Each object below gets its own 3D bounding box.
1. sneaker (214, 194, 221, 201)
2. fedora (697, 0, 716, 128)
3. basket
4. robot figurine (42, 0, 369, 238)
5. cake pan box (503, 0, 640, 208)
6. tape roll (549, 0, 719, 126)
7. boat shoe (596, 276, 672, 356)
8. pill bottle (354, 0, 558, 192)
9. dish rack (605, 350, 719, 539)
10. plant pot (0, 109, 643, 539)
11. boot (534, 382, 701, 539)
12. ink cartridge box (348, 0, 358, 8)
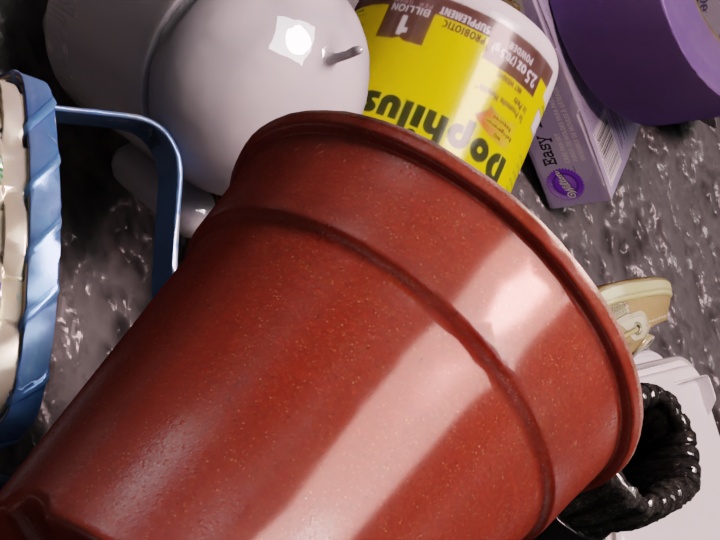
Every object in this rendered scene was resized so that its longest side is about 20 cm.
[{"bbox_3d":[0.000,0.000,1.173,0.200,0.077,0.112,18,58,-49],"label":"sneaker"},{"bbox_3d":[0.263,-0.197,1.571,0.200,0.090,0.178,8,67,-73],"label":"fedora"},{"bbox_3d":[-0.158,0.009,0.896,0.200,0.139,0.177,11,68,-42],"label":"basket"},{"bbox_3d":[-0.073,-0.104,1.032,0.113,0.200,0.170,-1,113,-40],"label":"robot figurine"},{"bbox_3d":[0.139,-0.167,1.442,0.200,0.052,0.184,64,34,-30],"label":"cake pan box"},{"bbox_3d":[0.210,-0.196,1.387,0.200,0.085,0.201,8,79,-45],"label":"tape roll"},{"bbox_3d":[0.127,0.046,1.331,0.200,0.073,0.063,-14,90,-53],"label":"boat shoe"},{"bbox_3d":[0.016,-0.038,1.079,0.109,0.109,0.201,35,72,-39],"label":"pill bottle"},{"bbox_3d":[0.190,0.136,1.390,0.200,0.043,0.172,-8,80,-54],"label":"dish rack"},{"bbox_3d":[-0.029,0.077,0.831,0.195,0.200,0.201,-47,113,-30],"label":"plant pot"},{"bbox_3d":[0.087,0.150,1.139,0.079,0.157,0.211,50,38,-24],"label":"boot"},{"bbox_3d":[-0.040,-0.214,1.226,0.200,0.084,0.145,24,54,-45],"label":"ink cartridge box"}]
